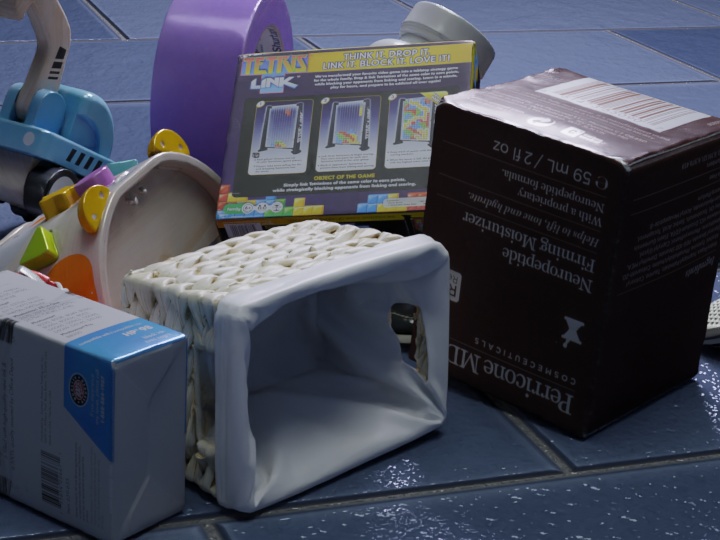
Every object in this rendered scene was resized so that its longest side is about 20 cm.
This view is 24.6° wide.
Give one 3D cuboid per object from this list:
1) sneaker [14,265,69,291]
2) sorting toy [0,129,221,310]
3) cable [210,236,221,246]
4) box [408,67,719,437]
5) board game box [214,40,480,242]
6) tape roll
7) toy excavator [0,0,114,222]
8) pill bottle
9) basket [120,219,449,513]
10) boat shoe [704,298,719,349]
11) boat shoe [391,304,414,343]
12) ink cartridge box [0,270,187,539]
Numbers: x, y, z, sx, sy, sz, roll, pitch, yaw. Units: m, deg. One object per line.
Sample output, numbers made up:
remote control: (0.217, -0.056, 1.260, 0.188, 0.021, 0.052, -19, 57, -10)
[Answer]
sneaker: (-0.215, 0.042, 1.138, 0.197, 0.088, 0.074, 2, 20, -4)
sorting toy: (-0.223, -0.022, 1.296, 0.178, 0.108, 0.200, -12, 23, 33)
cable: (-0.107, -0.034, 1.393, 0.097, 0.050, 0.200, -35, 26, 6)
box: (0.153, -0.020, 1.189, 0.165, 0.203, 0.163, 22, 27, 35)
board game box: (-0.007, -0.096, 1.304, 0.197, 0.057, 0.167, -1, 56, 11)
tape roll: (-0.129, -0.169, 1.575, 0.084, 0.203, 0.200, 7, 20, 12)
toy excavator: (-0.270, -0.146, 1.418, 0.099, 0.202, 0.194, 14, -7, 30)
pill bottle: (0.029, -0.125, 1.416, 0.112, 0.201, 0.113, 32, -9, 5)
basket: (-0.048, 0.052, 1.075, 0.122, 0.137, 0.199, 15, 22, 41)
boat shoe: (0.356, 0.043, 1.276, 0.197, 0.063, 0.075, -8, 22, 14)
boat shoe: (0.002, 0.000, 1.322, 0.074, 0.067, 0.199, -8, 22, -28)
ink cartridge box: (-0.199, 0.073, 1.009, 0.198, 0.117, 0.066, 18, 24, 34)
